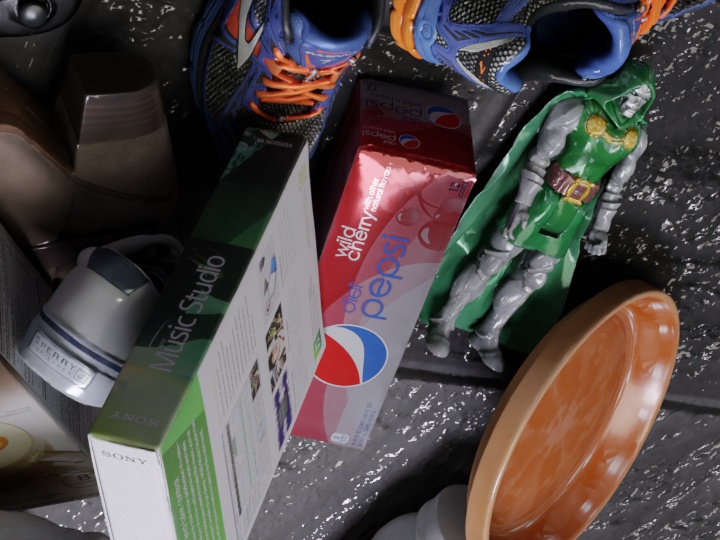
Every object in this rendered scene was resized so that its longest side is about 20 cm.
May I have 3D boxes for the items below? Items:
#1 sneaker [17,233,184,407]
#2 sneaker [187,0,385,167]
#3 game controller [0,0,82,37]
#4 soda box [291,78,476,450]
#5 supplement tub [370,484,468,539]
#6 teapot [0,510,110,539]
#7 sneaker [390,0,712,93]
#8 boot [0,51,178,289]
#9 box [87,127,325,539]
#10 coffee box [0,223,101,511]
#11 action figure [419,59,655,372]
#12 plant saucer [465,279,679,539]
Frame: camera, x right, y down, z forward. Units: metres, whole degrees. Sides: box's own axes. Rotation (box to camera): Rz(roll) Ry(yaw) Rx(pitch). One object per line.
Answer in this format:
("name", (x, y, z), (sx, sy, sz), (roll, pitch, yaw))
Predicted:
("sneaker", (-0.098, 0.021, 0.854), (0.071, 0.073, 0.200), (-52, 177, 5))
("sneaker", (-0.029, -0.113, 0.822), (0.075, 0.079, 0.200), (-4, 134, -22))
("game controller", (-0.164, -0.178, 0.718), (0.104, 0.042, 0.200), (-10, 135, -18))
("soda box", (0.000, 0.000, 0.947), (0.063, 0.070, 0.200), (12, 128, -10))
("supplement tub", (0.034, 0.250, 1.168), (0.144, 0.145, 0.200), (21, 121, -40))
("teapot", (-0.184, 0.175, 0.843), (0.197, 0.147, 0.200), (-6, 163, -24))
("sneaker", (0.112, -0.125, 0.856), (0.199, 0.078, 0.076), (-21, 140, -27))
("boot", (-0.181, -0.042, 0.833), (0.199, 0.070, 0.146), (3, 140, -18))
("box", (-0.063, 0.052, 0.816), (0.036, 0.200, 0.145), (8, 135, 13))
("coffee box", (-0.199, 0.050, 0.848), (0.114, 0.080, 0.200), (-12, 153, 6))
("action figure", (0.104, -0.033, 0.991), (0.118, 0.055, 0.200), (13, 121, -32))
("plant saucer", (0.126, 0.095, 1.088), (0.200, 0.032, 0.201), (-37, 144, -33))
